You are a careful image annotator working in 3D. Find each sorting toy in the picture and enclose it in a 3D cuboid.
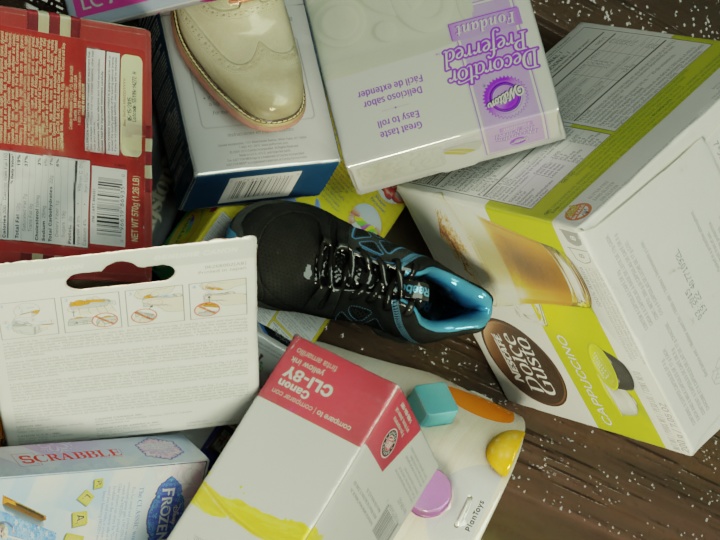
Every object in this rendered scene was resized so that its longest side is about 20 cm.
[{"bbox_3d":[-0.002,0.136,1.703,0.180,0.107,0.200,28,73,-3],"label":"sorting toy"}]

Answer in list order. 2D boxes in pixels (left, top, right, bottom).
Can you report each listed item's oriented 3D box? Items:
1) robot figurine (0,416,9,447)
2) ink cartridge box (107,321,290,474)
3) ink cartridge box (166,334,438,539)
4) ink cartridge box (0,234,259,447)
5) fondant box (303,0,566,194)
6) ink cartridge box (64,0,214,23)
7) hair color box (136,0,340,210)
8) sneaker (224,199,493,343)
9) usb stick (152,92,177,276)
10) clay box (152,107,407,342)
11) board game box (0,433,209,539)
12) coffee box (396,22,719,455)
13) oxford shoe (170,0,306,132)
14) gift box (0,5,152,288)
[{"bbox_3d":[-0.287,0.150,1.557,0.200,0.058,0.145,-25,100,-27],"label":"robot figurine"},{"bbox_3d":[-0.118,0.118,1.635,0.099,0.039,0.200,32,97,-22],"label":"ink cartridge box"},{"bbox_3d":[-0.045,0.163,1.570,0.083,0.145,0.200,26,73,21],"label":"ink cartridge box"},{"bbox_3d":[-0.142,0.031,1.502,0.162,0.200,0.050,-6,53,-6],"label":"ink cartridge box"},{"bbox_3d":[0.041,-0.166,1.663,0.144,0.058,0.200,-15,71,3],"label":"fondant box"},{"bbox_3d":[-0.142,-0.256,1.545,0.042,0.119,0.200,-21,99,-72],"label":"ink cartridge box"},{"bbox_3d":[-0.086,-0.145,1.642,0.100,0.061,0.200,-6,71,-19],"label":"hair color box"},{"bbox_3d":[0.000,0.000,1.639,0.200,0.082,0.073,15,82,-40],"label":"sneaker"},{"bbox_3d":[-0.149,-0.032,1.657,0.055,0.033,0.200,28,73,-29],"label":"usb stick"},{"bbox_3d":[-0.042,-0.042,1.695,0.115,0.048,0.200,46,60,-23],"label":"clay box"},{"bbox_3d":[-0.204,0.203,1.554,0.199,0.041,0.200,-1,114,-32],"label":"board game box"},{"bbox_3d":[0.185,-0.026,1.720,0.200,0.198,0.200,-42,121,-23],"label":"coffee box"},{"bbox_3d":[-0.085,-0.182,1.583,0.071,0.074,0.200,-20,75,-22],"label":"oxford shoe"},{"bbox_3d":[-0.235,-0.059,1.534,0.200,0.187,0.185,12,78,-46],"label":"gift box"}]
